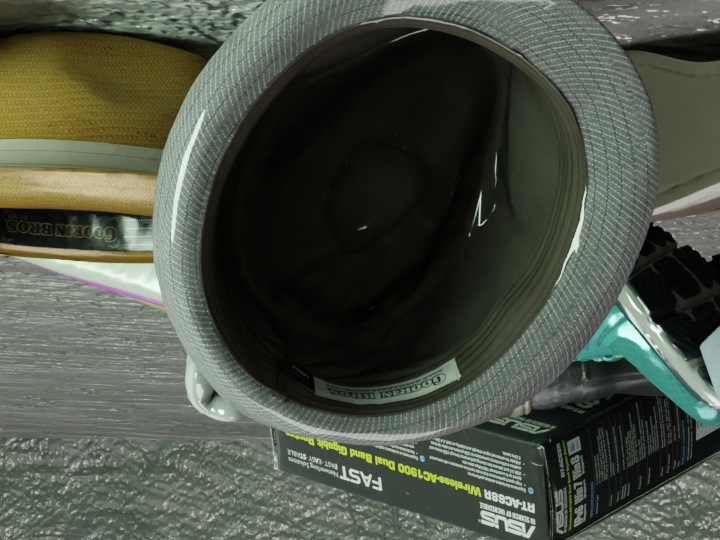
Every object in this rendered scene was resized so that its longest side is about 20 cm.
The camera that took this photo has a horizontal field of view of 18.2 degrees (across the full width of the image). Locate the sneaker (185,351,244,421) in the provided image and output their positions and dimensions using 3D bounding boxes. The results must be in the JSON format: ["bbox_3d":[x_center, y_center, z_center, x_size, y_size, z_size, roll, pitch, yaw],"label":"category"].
[{"bbox_3d":[0.000,0.000,0.994,0.200,0.075,0.081,-39,-171,19],"label":"sneaker"}]

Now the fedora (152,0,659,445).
[{"bbox_3d":[0.013,-0.033,0.853,0.176,0.201,0.090,24,-164,-10],"label":"fedora"}]

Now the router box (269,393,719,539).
[{"bbox_3d":[0.070,0.076,1.204,0.200,0.062,0.150,12,-155,42],"label":"router box"}]

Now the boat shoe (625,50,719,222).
[{"bbox_3d":[0.148,-0.056,0.903,0.200,0.072,0.059,-13,160,43],"label":"boat shoe"}]

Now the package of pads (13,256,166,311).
[{"bbox_3d":[-0.079,-0.007,1.161,0.199,0.068,0.154,17,178,26],"label":"package of pads"}]

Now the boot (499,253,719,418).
[{"bbox_3d":[0.140,0.014,1.152,0.150,0.073,0.200,-1,-159,7],"label":"boot"}]

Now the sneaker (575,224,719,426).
[{"bbox_3d":[0.103,0.010,1.037,0.200,0.080,0.077,40,-151,30],"label":"sneaker"}]

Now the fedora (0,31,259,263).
[{"bbox_3d":[-0.119,-0.053,0.960,0.200,0.082,0.201,3,172,0],"label":"fedora"}]

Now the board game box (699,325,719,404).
[{"bbox_3d":[0.270,-0.008,0.922,0.199,0.041,0.200,-8,156,-25],"label":"board game box"}]
